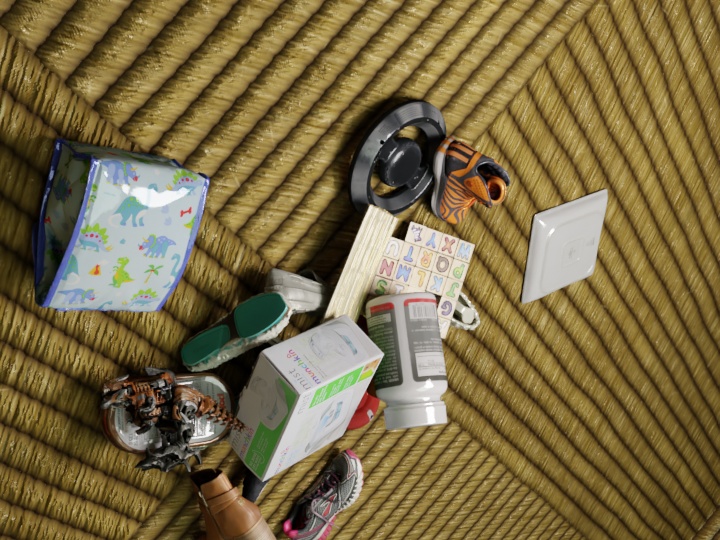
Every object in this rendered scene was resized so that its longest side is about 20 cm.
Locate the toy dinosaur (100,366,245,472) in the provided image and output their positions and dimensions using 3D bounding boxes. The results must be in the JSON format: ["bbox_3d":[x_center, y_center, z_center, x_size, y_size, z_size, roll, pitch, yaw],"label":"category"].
[{"bbox_3d":[-0.259,0.202,1.317,0.198,0.137,0.102,4,153,-5],"label":"toy dinosaur"}]

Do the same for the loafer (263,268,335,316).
[{"bbox_3d":[-0.074,0.032,1.455,0.200,0.070,0.070,10,73,-59],"label":"loafer"}]

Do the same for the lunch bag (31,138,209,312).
[{"bbox_3d":[-0.301,-0.046,1.167,0.169,0.127,0.201,5,105,-42],"label":"lunch bag"}]

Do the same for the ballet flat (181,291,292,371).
[{"bbox_3d":[-0.171,0.090,1.378,0.199,0.072,0.072,-27,142,21],"label":"ballet flat"}]

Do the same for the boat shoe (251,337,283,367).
[{"bbox_3d":[-0.134,0.149,1.481,0.062,0.074,0.200,-45,142,-16],"label":"boat shoe"}]

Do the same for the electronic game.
[{"bbox_3d":[0.058,-0.166,1.452,0.199,0.042,0.201,-30,140,-29],"label":"electronic game"}]

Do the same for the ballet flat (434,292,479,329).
[{"bbox_3d":[0.154,0.046,1.651,0.072,0.072,0.200,-50,137,-1],"label":"ballet flat"}]

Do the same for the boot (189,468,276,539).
[{"bbox_3d":[-0.237,0.396,1.549,0.155,0.199,0.074,56,41,-13],"label":"boot"}]

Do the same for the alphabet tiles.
[{"bbox_3d":[0.084,0.009,1.557,0.199,0.008,0.168,18,91,-28],"label":"alphabet tiles"}]

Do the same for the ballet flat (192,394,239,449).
[{"bbox_3d":[-0.226,0.241,1.478,0.199,0.069,0.071,-17,154,-32],"label":"ballet flat"}]

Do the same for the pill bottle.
[{"bbox_3d":[0.074,0.142,1.473,0.113,0.114,0.202,3,75,-41],"label":"pill bottle"}]

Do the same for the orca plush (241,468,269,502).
[{"bbox_3d":[-0.169,0.308,1.586,0.201,0.071,0.105,-58,-177,21],"label":"orca plush"}]

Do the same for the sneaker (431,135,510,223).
[{"bbox_3d":[0.175,-0.120,1.506,0.078,0.112,0.200,-53,156,-18],"label":"sneaker"}]

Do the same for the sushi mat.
[{"bbox_3d":[0.000,0.000,1.449,0.095,0.012,0.201,17,96,-57],"label":"sushi mat"}]

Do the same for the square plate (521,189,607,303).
[{"bbox_3d":[0.402,-0.043,1.839,0.197,0.028,0.201,-19,129,-29],"label":"square plate"}]

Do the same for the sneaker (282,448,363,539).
[{"bbox_3d":[-0.064,0.412,1.713,0.074,0.081,0.201,20,104,-44],"label":"sneaker"}]

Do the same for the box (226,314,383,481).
[{"bbox_3d":[-0.085,0.185,1.403,0.176,0.097,0.201,-22,147,-45],"label":"box"}]

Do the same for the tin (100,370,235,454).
[{"bbox_3d":[-0.276,0.206,1.381,0.199,0.042,0.113,-3,93,-33],"label":"tin"}]

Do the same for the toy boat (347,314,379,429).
[{"bbox_3d":[0.002,0.177,1.557,0.130,0.130,0.201,-42,140,-38],"label":"toy boat"}]
